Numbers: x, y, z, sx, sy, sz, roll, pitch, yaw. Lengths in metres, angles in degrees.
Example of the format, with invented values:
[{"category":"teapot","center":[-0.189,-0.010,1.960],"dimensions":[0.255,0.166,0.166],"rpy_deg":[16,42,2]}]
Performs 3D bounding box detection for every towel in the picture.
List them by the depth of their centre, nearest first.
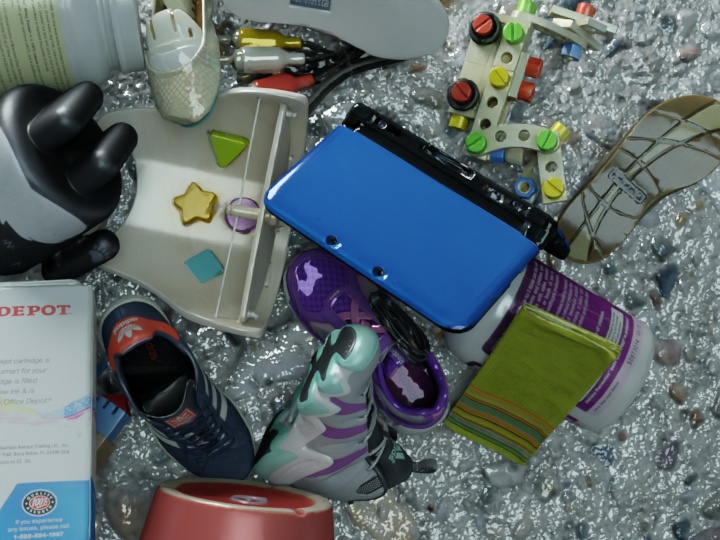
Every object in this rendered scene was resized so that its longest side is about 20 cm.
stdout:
[{"category":"towel","center":[0.138,0.102,0.863],"dimensions":[0.086,0.200,0.018],"rpy_deg":[23,53,1]}]

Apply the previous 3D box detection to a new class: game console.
[{"category":"game console","center":[0.051,-0.036,0.839],"dimensions":[0.200,0.171,0.118],"rpy_deg":[35,93,20]}]

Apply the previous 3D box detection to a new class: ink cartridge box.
[{"category":"ink cartridge box","center":[-0.268,0.114,0.755],"dimensions":[0.144,0.085,0.200],"rpy_deg":[-1,64,-11]}]

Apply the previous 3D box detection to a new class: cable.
[{"category":"cable","center":[-0.027,-0.185,0.909],"dimensions":[0.200,0.050,0.097],"rpy_deg":[-15,70,-6]}]

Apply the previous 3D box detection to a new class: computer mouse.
[{"category":"computer mouse","center":[0.000,0.000,0.879],"dimensions":[0.034,0.059,0.200],"rpy_deg":[-43,57,24]}]

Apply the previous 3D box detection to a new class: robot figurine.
[{"category":"robot figurine","center":[-0.272,-0.069,0.815],"dimensions":[0.200,0.125,0.151],"rpy_deg":[-29,76,24]}]

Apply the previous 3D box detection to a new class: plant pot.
[{"category":"plant pot","center":[-0.102,0.264,0.813],"dimensions":[0.200,0.200,0.178],"rpy_deg":[8,86,-8]}]

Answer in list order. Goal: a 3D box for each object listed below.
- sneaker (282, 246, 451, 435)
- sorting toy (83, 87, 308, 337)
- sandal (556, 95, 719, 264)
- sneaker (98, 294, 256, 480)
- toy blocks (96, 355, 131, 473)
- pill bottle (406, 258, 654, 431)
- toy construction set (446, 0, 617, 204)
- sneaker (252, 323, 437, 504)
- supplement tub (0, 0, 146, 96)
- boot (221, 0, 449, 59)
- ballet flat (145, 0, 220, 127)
[{"category":"sneaker","center":[0.013,0.059,0.894],"dimensions":[0.080,0.088,0.200],"rpy_deg":[-40,93,-6]},{"category":"sorting toy","center":[-0.148,-0.059,0.875],"dimensions":[0.180,0.107,0.201],"rpy_deg":[11,88,1]},{"category":"sandal","center":[0.259,-0.087,0.958],"dimensions":[0.200,0.054,0.080],"rpy_deg":[-44,89,7]},{"category":"sneaker","center":[-0.147,0.116,0.844],"dimensions":[0.075,0.085,0.200],"rpy_deg":[-36,116,-5]},{"category":"toy blocks","center":[-0.269,0.106,0.849],"dimensions":[0.200,0.100,0.137],"rpy_deg":[33,74,8]},{"category":"pill bottle","center":[0.145,0.048,0.901],"dimensions":[0.200,0.112,0.112],"rpy_deg":[30,84,-7]},{"category":"toy construction set","center":[0.152,-0.163,0.920],"dimensions":[0.131,0.092,0.200],"rpy_deg":[18,77,17]},{"category":"sneaker","center":[0.008,0.132,0.857],"dimensions":[0.140,0.200,0.078],"rpy_deg":[26,46,-9]},{"category":"supplement tub","center":[-0.282,-0.212,0.830],"dimensions":[0.199,0.145,0.145],"rpy_deg":[-8,89,-9]},{"category":"boot","center":[-0.021,-0.244,0.892],"dimensions":[0.200,0.090,0.073],"rpy_deg":[14,121,-8]},{"category":"ballet flat","center":[-0.155,-0.208,0.852],"dimensions":[0.067,0.062,0.200],"rpy_deg":[-17,56,15]}]
